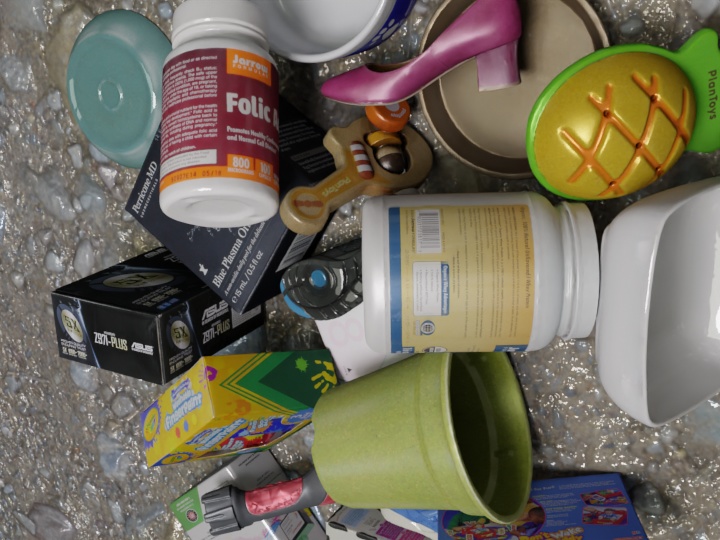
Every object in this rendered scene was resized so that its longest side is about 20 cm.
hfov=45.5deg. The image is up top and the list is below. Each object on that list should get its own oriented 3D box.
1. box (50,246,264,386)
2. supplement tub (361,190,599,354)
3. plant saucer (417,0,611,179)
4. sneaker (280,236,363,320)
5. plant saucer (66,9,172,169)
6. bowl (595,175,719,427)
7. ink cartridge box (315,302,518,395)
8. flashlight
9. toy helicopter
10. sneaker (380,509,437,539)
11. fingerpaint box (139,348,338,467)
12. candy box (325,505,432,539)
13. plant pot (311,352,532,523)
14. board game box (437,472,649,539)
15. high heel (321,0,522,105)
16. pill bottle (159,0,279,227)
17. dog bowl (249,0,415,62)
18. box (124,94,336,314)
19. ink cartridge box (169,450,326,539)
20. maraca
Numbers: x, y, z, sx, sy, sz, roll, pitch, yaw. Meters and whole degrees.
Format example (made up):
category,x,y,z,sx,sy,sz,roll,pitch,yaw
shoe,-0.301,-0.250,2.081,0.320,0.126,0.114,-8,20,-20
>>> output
category,x,y,z,sx,sy,sz,roll,pitch,yaw
box,-0.238,0.046,1.038,0.163,0.200,0.087,10,112,28
supplement tub,0.102,0.002,0.778,0.199,0.145,0.145,-1,109,2
plant saucer,0.149,-0.189,0.835,0.199,0.029,0.201,11,112,28
sneaker,0.000,0.000,0.955,0.199,0.082,0.074,-19,98,31
plant saucer,-0.306,-0.224,1.083,0.199,0.036,0.201,11,112,27
bowl,0.272,0.018,0.746,0.074,0.199,0.201,16,115,45
ink cartridge box,0.057,0.092,0.976,0.199,0.057,0.163,-16,98,38
flashlight,-0.095,0.272,1.061,0.199,0.068,0.068,-14,75,-1
toy helicopter,0.002,-0.086,0.857,0.132,0.200,0.079,49,143,6
sneaker,0.106,0.254,0.985,0.199,0.077,0.112,11,122,34
fingerpaint box,-0.146,0.166,1.016,0.200,0.166,0.074,-39,59,46
candy box,0.055,0.384,1.071,0.199,0.061,0.137,12,113,26
plant pot,0.056,0.170,0.896,0.183,0.200,0.201,-16,98,29
board game box,0.179,0.266,0.872,0.199,0.135,0.045,-7,104,7
high heel,0.053,-0.214,0.816,0.199,0.067,0.097,-6,114,11
pill bottle,-0.135,-0.152,0.830,0.114,0.114,0.201,-11,74,32
dog bowl,-0.038,-0.316,0.869,0.199,0.079,0.201,10,111,27
box,-0.137,-0.095,0.982,0.200,0.117,0.197,41,122,13
ink cartridge box,-0.142,0.355,1.161,0.145,0.084,0.200,-37,86,34
maraca,0.237,-0.132,0.739,0.199,0.107,0.138,-18,124,-2
